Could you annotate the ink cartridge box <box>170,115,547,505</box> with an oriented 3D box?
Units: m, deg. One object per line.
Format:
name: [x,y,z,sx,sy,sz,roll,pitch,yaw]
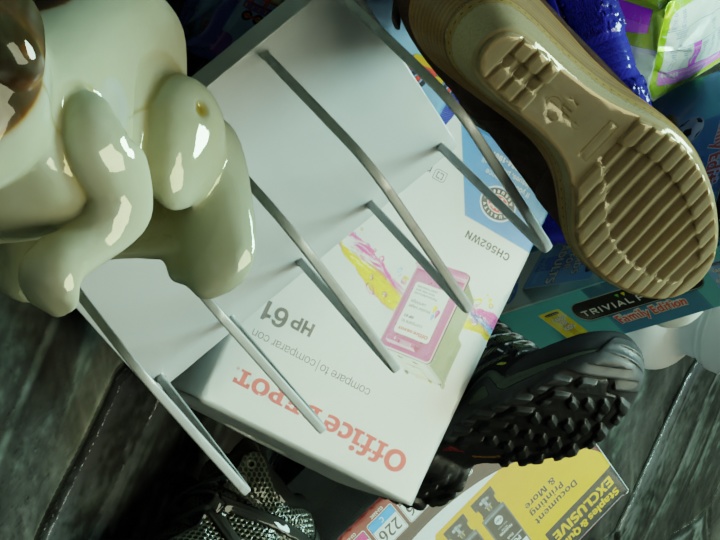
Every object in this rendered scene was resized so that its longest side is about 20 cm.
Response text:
ink cartridge box: [-0.003,0.006,1.406,0.144,0.085,0.200,28,85,-25]

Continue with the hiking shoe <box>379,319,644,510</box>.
hiking shoe: [0.072,0.058,1.455,0.076,0.200,0.101,30,49,-36]

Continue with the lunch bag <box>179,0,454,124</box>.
lunch bag: [0.008,-0.159,1.300,0.150,0.094,0.200,20,99,-34]

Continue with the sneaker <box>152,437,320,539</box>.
sneaker: [-0.101,0.154,1.432,0.199,0.076,0.115,0,72,-37]

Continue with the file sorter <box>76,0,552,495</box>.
file sorter: [-0.033,-0.013,1.245,0.200,0.125,0.139,-39,136,-2]

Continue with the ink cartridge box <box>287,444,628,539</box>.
ink cartridge box: [0.055,0.162,1.595,0.200,0.084,0.176,-45,122,-12]

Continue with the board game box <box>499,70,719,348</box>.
board game box: [0.181,-0.041,1.508,0.047,0.200,0.151,43,48,-27]

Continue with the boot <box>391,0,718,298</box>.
boot: [0.082,-0.088,1.231,0.072,0.166,0.200,-39,124,5]

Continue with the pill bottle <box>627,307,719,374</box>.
pill bottle: [0.159,-0.002,1.664,0.104,0.200,0.104,-44,147,-40]

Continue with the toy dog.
toy dog: [-0.141,-0.069,1.084,0.200,0.139,0.195,8,90,-65]

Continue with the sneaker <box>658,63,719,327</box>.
sneaker: [0.224,-0.036,1.591,0.088,0.075,0.200,41,50,-27]

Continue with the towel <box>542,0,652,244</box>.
towel: [0.098,-0.113,1.439,0.049,0.148,0.201,-19,89,-23]

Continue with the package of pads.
package of pads: [0.159,-0.173,1.575,0.200,0.154,0.068,-32,136,-53]
